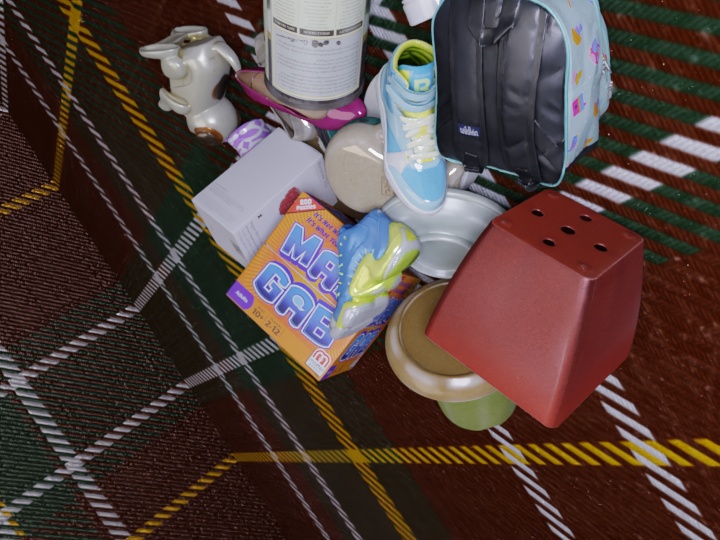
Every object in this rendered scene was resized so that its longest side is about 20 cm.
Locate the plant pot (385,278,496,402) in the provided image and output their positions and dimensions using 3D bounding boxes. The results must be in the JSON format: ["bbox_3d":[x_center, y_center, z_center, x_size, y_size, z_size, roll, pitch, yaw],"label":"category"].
[{"bbox_3d":[0.129,0.084,0.921,0.199,0.200,0.028,33,154,33],"label":"plant pot"}]

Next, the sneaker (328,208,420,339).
[{"bbox_3d":[0.000,0.000,0.917,0.105,0.075,0.201,51,122,23],"label":"sneaker"}]

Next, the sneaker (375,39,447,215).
[{"bbox_3d":[0.067,-0.172,0.787,0.131,0.078,0.203,133,123,-79],"label":"sneaker"}]

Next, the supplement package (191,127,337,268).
[{"bbox_3d":[-0.156,-0.117,1.125,0.119,0.200,0.122,35,160,32],"label":"supplement package"}]

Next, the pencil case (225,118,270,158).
[{"bbox_3d":[-0.175,-0.187,1.263,0.085,0.084,0.202,-30,93,26],"label":"pencil case"}]

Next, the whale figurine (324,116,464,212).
[{"bbox_3d":[0.051,-0.144,0.921,0.197,0.104,0.161,12,132,18],"label":"whale figurine"}]

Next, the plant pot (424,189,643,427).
[{"bbox_3d":[0.224,0.024,0.803,0.199,0.199,0.178,36,134,30],"label":"plant pot"}]

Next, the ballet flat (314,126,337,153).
[{"bbox_3d":[-0.046,-0.230,1.044,0.202,0.072,0.073,62,152,14],"label":"ballet flat"}]

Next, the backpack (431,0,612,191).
[{"bbox_3d":[0.164,-0.209,0.684,0.175,0.153,0.202,26,149,37],"label":"backpack"}]

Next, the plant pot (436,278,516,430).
[{"bbox_3d":[0.171,0.139,1.005,0.199,0.200,0.185,33,155,33],"label":"plant pot"}]

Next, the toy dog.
[{"bbox_3d":[-0.290,-0.340,1.260,0.191,0.140,0.202,4,129,16],"label":"toy dog"}]

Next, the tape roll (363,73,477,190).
[{"bbox_3d":[0.083,-0.190,0.936,0.202,0.037,0.205,35,144,30],"label":"tape roll"}]

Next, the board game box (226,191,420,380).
[{"bbox_3d":[-0.051,0.026,1.081,0.199,0.201,0.200,40,-174,12],"label":"board game box"}]

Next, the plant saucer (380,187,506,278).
[{"bbox_3d":[0.115,-0.036,0.919,0.197,0.051,0.201,9,151,5],"label":"plant saucer"}]

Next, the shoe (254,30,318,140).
[{"bbox_3d":[-0.130,-0.303,1.101,0.070,0.053,0.202,-35,80,56],"label":"shoe"}]

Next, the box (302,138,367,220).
[{"bbox_3d":[-0.035,-0.170,1.140,0.199,0.021,0.165,28,140,39],"label":"box"}]

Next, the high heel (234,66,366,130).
[{"bbox_3d":[-0.088,-0.249,0.967,0.198,0.096,0.069,18,99,31],"label":"high heel"}]

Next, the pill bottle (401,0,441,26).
[{"bbox_3d":[0.054,-0.378,0.719,0.110,0.111,0.202,2,120,54],"label":"pill bottle"}]

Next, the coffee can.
[{"bbox_3d":[-0.058,-0.338,0.885,0.146,0.146,0.202,40,146,25],"label":"coffee can"}]
